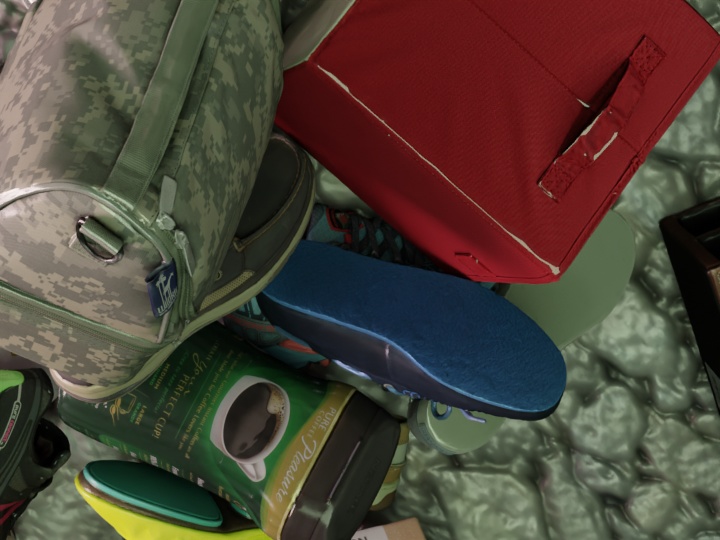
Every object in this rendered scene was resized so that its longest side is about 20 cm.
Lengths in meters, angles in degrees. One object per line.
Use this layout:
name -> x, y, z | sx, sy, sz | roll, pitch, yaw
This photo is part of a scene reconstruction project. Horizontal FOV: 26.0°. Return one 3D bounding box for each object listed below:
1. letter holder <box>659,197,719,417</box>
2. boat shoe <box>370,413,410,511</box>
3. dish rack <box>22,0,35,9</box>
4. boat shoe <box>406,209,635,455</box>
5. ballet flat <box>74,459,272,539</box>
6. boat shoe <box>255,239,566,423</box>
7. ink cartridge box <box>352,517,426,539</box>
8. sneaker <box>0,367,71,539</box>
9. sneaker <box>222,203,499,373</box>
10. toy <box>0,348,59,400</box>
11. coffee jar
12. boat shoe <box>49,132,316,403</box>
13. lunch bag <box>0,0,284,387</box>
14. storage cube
letter holder -> 0.305, 0.044, 1.038 | 0.141, 0.101, 0.202 | -22, 110, 0
boat shoe -> -0.063, 0.099, 1.035 | 0.198, 0.072, 0.077 | 12, 110, -17
dish rack -> -0.143, -0.206, 0.882 | 0.171, 0.043, 0.201 | -34, 89, 24
boat shoe -> 0.099, 0.036, 1.026 | 0.070, 0.071, 0.201 | 46, 74, -13
ballet flat -> -0.098, 0.172, 1.023 | 0.198, 0.067, 0.068 | 11, 109, -30
boat shoe -> 0.032, 0.037, 0.943 | 0.199, 0.069, 0.084 | 27, 63, 14
ink cartridge box -> -0.044, 0.262, 1.046 | 0.198, 0.075, 0.166 | -11, 135, -13
sneaker -> -0.226, 0.136, 1.000 | 0.083, 0.077, 0.201 | -12, 144, -24
sneaker -> 0.000, 0.000, 1.001 | 0.198, 0.079, 0.096 | -20, 108, 1
toy -> -0.263, 0.074, 1.006 | 0.200, 0.047, 0.115 | -39, 140, 15
coffee jar -> -0.078, 0.091, 0.954 | 0.199, 0.085, 0.105 | 28, 77, 8
boat shoe -> -0.103, -0.009, 0.896 | 0.074, 0.073, 0.200 | 37, 74, 24
lunch bag -> -0.118, -0.061, 0.772 | 0.138, 0.201, 0.168 | 26, 146, -14
storage cube -> 0.062, -0.115, 0.890 | 0.179, 0.200, 0.172 | 40, 81, -14
